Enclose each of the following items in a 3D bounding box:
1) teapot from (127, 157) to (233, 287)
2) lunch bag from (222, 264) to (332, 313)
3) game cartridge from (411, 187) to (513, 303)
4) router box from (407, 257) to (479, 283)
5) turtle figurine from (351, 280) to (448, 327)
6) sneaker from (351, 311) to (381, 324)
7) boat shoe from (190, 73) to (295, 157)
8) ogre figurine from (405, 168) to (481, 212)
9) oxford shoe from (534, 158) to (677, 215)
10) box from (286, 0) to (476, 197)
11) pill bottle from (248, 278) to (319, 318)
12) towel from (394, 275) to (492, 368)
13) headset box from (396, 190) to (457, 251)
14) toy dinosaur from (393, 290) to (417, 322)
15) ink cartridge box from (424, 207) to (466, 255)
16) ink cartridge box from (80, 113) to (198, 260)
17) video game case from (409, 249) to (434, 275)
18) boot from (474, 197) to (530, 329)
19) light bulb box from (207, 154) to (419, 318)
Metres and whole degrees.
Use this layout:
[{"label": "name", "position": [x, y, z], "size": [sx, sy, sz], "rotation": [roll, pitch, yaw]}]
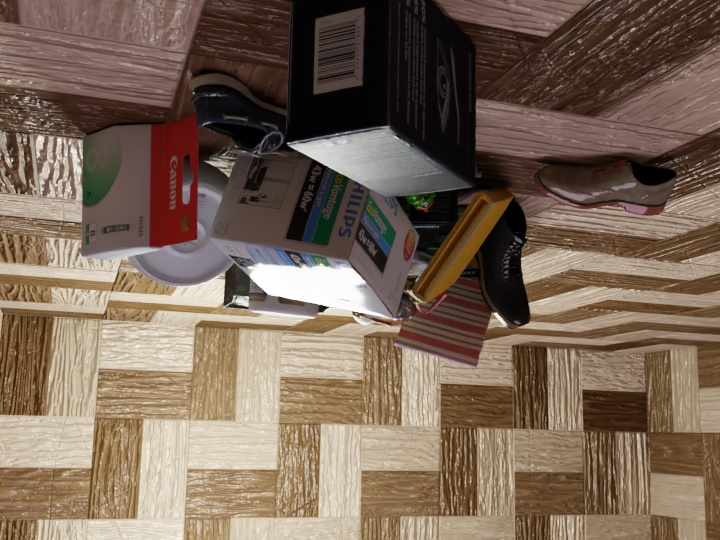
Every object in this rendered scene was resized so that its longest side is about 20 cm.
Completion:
[{"label": "teapot", "position": [-0.263, -0.085, 1.262], "size": [0.195, 0.147, 0.202], "rotation": [-28, 127, -1]}, {"label": "lunch bag", "position": [-0.138, -0.014, 1.558], "size": [0.196, 0.168, 0.117], "rotation": [6, 163, -20]}, {"label": "game cartridge", "position": [0.156, -0.043, 1.297], "size": [0.032, 0.178, 0.200], "rotation": [36, -164, 9]}, {"label": "router box", "position": [0.154, -0.004, 1.660], "size": [0.196, 0.052, 0.150], "rotation": [-4, -149, 25]}, {"label": "turtle figurine", "position": [0.033, 0.030, 1.400], "size": [0.160, 0.066, 0.198], "rotation": [23, 155, -35]}, {"label": "sneaker", "position": [0.035, 0.035, 1.527], "size": [0.071, 0.073, 0.200], "rotation": [31, 154, -6]}, {"label": "boat shoe", "position": [-0.128, -0.168, 1.025], "size": [0.073, 0.063, 0.199], "rotation": [-5, 168, 21]}, {"label": "ogre figurine", "position": [0.068, -0.141, 1.082], "size": [0.197, 0.100, 0.120], "rotation": [-22, 141, 27]}, {"label": "oxford shoe", "position": [0.342, -0.131, 1.214], "size": [0.196, 0.072, 0.075], "rotation": [4, 142, -8]}, {"label": "box", "position": [0.026, -0.164, 0.799], "size": [0.102, 0.151, 0.199], "rotation": [-4, 167, 28]}, {"label": "pill bottle", "position": [-0.108, -0.033, 1.335], "size": [0.108, 0.205, 0.111], "rotation": [6, 175, 1]}, {"label": "towel", "position": [0.149, 0.080, 1.494], "size": [0.144, 0.201, 0.030], "rotation": [15, 133, 10]}, {"label": "headset box", "position": [0.062, -0.092, 1.321], "size": [0.170, 0.095, 0.200], "rotation": [1, 170, 6]}, {"label": "toy dinosaur", "position": [0.000, 0.000, 1.254], "size": [0.102, 0.201, 0.136], "rotation": [-37, 176, 15]}, {"label": "ink cartridge box", "position": [0.089, -0.056, 1.522], "size": [0.195, 0.086, 0.145], "rotation": [2, 171, -2]}, {"label": "ink cartridge box", "position": [-0.283, -0.106, 1.105], "size": [0.198, 0.165, 0.050], "rotation": [-8, 169, 42]}, {"label": "video game case", "position": [0.030, -0.012, 1.451], "size": [0.197, 0.023, 0.181], "rotation": [-2, 171, 31]}, {"label": "boot", "position": [0.250, -0.010, 1.450], "size": [0.076, 0.203, 0.138], "rotation": [-21, 173, -20]}, {"label": "light bulb box", "position": [-0.053, -0.043, 1.119], "size": [0.196, 0.127, 0.198], "rotation": [10, 161, 24]}]
